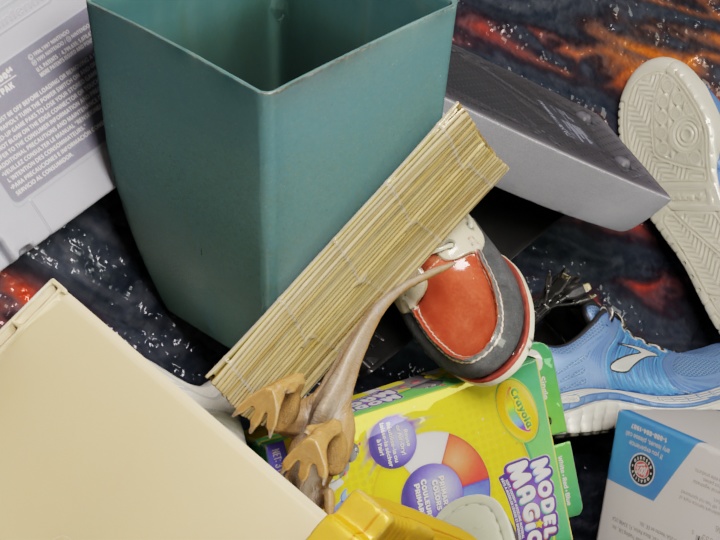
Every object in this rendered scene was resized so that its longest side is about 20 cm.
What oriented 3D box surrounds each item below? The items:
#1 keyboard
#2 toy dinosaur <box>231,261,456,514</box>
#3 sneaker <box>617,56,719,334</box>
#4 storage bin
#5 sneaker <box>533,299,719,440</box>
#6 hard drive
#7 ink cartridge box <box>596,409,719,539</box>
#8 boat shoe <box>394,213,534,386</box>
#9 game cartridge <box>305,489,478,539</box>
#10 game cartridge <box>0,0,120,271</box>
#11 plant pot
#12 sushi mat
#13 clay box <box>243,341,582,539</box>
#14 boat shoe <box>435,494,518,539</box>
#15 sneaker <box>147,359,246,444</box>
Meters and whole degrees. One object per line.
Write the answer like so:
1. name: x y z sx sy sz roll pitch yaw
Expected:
1. keyboard: 0.059 0.005 1.579 0.127 0.021 0.200 42 54 15
2. toy dinosaur: -0.020 0.078 1.423 0.200 0.060 0.106 -71 161 2
3. sneaker: 0.243 -0.045 1.716 0.111 0.077 0.200 -5 65 -54
4. storage bin: -0.136 0.145 1.269 0.200 0.094 0.199 40 74 16
5. sneaker: 0.157 0.055 1.626 0.200 0.079 0.089 -4 84 -36
6. hard drive: 0.078 -0.090 1.580 0.200 0.135 0.042 22 109 -28
7. ink cartridge box: 0.207 0.194 1.550 0.084 0.145 0.200 2 103 -35
8. boat shoe: 0.037 -0.016 1.511 0.063 0.071 0.200 41 18 -47
9. game cartridge: -0.020 0.188 1.257 0.032 0.200 0.176 38 92 19
10. game cartridge: -0.172 -0.101 1.455 0.200 0.041 0.133 -39 106 -35
11. plant pot: -0.047 -0.060 1.438 0.141 0.141 0.200 -29 135 -36
12. sushi mat: 0.000 0.000 1.420 0.012 0.096 0.200 41 86 25
13. clay box: 0.039 0.120 1.505 0.200 0.048 0.115 -17 103 -21
14. boat shoe: 0.064 0.225 1.452 0.061 0.072 0.201 36 53 -52
15. sneaker: -0.152 0.078 1.416 0.200 0.075 0.081 16 41 -24
